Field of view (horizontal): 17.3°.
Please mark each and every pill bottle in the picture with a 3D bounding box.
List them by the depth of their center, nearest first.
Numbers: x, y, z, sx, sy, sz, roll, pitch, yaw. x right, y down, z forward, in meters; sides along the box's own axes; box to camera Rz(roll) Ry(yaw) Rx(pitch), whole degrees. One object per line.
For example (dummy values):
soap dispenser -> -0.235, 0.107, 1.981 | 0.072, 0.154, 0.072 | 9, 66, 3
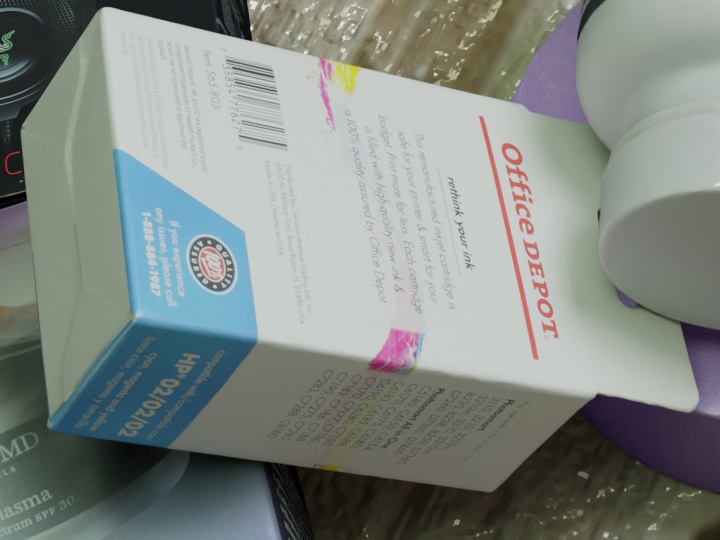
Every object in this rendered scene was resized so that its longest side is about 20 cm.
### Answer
pill bottle -> 0.131, -0.089, 0.762 | 0.118, 0.120, 0.202 | 2, 62, 13

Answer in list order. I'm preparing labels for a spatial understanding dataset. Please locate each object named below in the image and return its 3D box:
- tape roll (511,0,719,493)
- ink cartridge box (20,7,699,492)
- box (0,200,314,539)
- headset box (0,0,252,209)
tape roll -> 0.150, -0.024, 0.827 | 0.198, 0.066, 0.202 | -5, 59, 9
ink cartridge box -> 0.000, 0.000, 0.743 | 0.198, 0.068, 0.116 | 11, 52, -28
box -> -0.118, 0.094, 0.787 | 0.198, 0.124, 0.200 | -18, 57, 1
headset box -> -0.130, -0.086, 0.908 | 0.173, 0.093, 0.201 | -13, 58, 5
